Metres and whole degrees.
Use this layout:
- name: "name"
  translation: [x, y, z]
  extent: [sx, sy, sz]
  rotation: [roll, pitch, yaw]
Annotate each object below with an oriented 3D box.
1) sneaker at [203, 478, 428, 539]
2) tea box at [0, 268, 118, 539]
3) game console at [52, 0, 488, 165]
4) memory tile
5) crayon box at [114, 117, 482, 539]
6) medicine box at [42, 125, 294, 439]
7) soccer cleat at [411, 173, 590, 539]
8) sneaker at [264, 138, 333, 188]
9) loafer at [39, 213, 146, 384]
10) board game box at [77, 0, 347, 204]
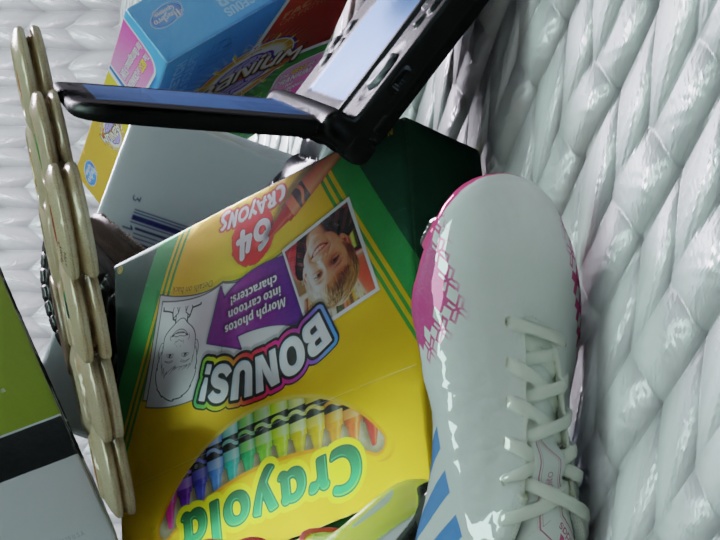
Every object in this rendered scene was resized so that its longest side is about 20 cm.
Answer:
- name: "sneaker"
  translation: [-0.039, 0.142, 1.128]
  extent: [0.200, 0.078, 0.091]
  rotation: [-43, 58, 25]
- name: "tea box"
  translation: [-0.211, 0.113, 1.318]
  extent: [0.200, 0.133, 0.197]
  rotation: [95, 152, -61]
- name: "game console"
  translation: [-0.038, -0.112, 1.187]
  extent: [0.176, 0.116, 0.200]
  rotation: [-53, 12, 0]
- name: "memory tile"
  translation: [-0.130, 0.001, 1.195]
  extent: [0.154, 0.017, 0.201]
  rotation: [-110, 12, -46]
- name: "crayon box"
  translation: [-0.028, 0.049, 1.212]
  extent: [0.199, 0.058, 0.173]
  rotation: [-26, 57, 38]
- name: "medicine box"
  translation: [-0.095, 0.021, 1.519]
  extent: [0.200, 0.102, 0.183]
  rotation: [44, -116, -79]
- name: "soccer cleat"
  translation: [0.061, 0.064, 0.999]
  extent: [0.086, 0.069, 0.201]
  rotation: [-135, 41, -55]
- name: "sneaker"
  translation: [0.000, 0.000, 1.308]
  extent: [0.200, 0.075, 0.114]
  rotation: [55, 130, 45]
- name: "loafer"
  translation: [-0.094, 0.036, 1.375]
  extent: [0.200, 0.071, 0.073]
  rotation: [42, 134, 30]
- name: "board game box"
  translation: [-0.083, -0.123, 1.557]
  extent: [0.040, 0.153, 0.200]
  rotation: [52, 154, 12]
